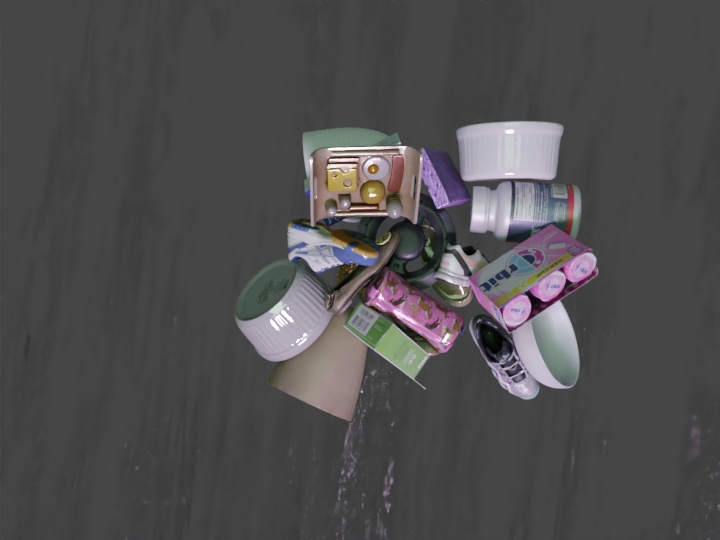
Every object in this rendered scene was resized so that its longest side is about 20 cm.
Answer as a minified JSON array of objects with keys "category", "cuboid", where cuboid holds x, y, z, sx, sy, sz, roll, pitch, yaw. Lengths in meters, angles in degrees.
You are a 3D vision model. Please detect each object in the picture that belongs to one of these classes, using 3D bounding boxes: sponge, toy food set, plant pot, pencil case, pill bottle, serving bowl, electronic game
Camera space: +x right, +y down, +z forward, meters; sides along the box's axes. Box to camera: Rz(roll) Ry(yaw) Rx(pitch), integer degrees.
[{"category":"sponge","cuboid":[0.160,-0.179,1.096,0.030,0.200,0.112,-28,87,23]},{"category":"toy food set","cuboid":[0.008,-0.144,1.016,0.198,0.061,0.145,-2,128,-5]},{"category":"plant pot","cuboid":[-0.062,0.170,1.144,0.186,0.187,0.201,24,80,8]},{"category":"pencil case","cuboid":[0.099,0.073,1.064,0.199,0.086,0.083,34,80,-13]},{"category":"pill bottle","cuboid":[0.317,-0.113,1.110,0.198,0.120,0.121,5,90,9]},{"category":"serving bowl","cuboid":[0.343,0.128,1.082,0.065,0.199,0.202,-22,86,38]},{"category":"electronic game","cuboid":[0.089,-0.057,1.116,0.198,0.042,0.202,-1,85,6]}]

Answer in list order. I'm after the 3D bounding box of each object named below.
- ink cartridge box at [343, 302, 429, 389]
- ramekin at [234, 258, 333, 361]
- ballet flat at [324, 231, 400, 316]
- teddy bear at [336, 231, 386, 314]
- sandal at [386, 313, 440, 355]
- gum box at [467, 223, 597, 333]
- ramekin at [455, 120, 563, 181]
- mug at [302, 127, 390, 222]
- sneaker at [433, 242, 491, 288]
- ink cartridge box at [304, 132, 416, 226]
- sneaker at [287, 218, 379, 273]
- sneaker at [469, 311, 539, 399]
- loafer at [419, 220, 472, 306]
[{"category":"ink cartridge box","cuboid":[0.065,0.147,1.098,0.059,0.200,0.104,-53,43,-5]},{"category":"ramekin","cuboid":[-0.157,0.068,1.126,0.199,0.201,0.105,-36,122,6]},{"category":"ballet flat","cuboid":[0.000,0.000,1.066,0.046,0.067,0.200,39,95,-11]},{"category":"teddy bear","cuboid":[0.008,-0.002,1.154,0.144,0.067,0.202,-23,70,6]},{"category":"sandal","cuboid":[0.103,0.090,1.167,0.080,0.054,0.201,-36,74,-1]},{"category":"gum box","cuboid":[0.309,0.008,1.012,0.199,0.114,0.066,-33,122,-1]},{"category":"ramekin","cuboid":[0.282,-0.222,1.082,0.198,0.200,0.099,1,96,8]},{"category":"mug","cuboid":[-0.017,-0.192,1.160,0.173,0.148,0.202,-7,118,1]},{"category":"sneaker","cuboid":[0.232,-0.001,1.098,0.073,0.199,0.081,17,93,51]},{"category":"ink cartridge box","cuboid":[0.002,-0.168,1.064,0.199,0.044,0.094,-25,128,12]},{"category":"sneaker","cuboid":[-0.052,-0.033,1.063,0.199,0.075,0.089,20,112,30]},{"category":"sneaker","cuboid":[0.279,0.174,1.099,0.078,0.140,0.201,-39,83,7]},{"category":"loafer","cuboid":[0.160,-0.013,1.156,0.075,0.068,0.201,-34,85,7]}]
